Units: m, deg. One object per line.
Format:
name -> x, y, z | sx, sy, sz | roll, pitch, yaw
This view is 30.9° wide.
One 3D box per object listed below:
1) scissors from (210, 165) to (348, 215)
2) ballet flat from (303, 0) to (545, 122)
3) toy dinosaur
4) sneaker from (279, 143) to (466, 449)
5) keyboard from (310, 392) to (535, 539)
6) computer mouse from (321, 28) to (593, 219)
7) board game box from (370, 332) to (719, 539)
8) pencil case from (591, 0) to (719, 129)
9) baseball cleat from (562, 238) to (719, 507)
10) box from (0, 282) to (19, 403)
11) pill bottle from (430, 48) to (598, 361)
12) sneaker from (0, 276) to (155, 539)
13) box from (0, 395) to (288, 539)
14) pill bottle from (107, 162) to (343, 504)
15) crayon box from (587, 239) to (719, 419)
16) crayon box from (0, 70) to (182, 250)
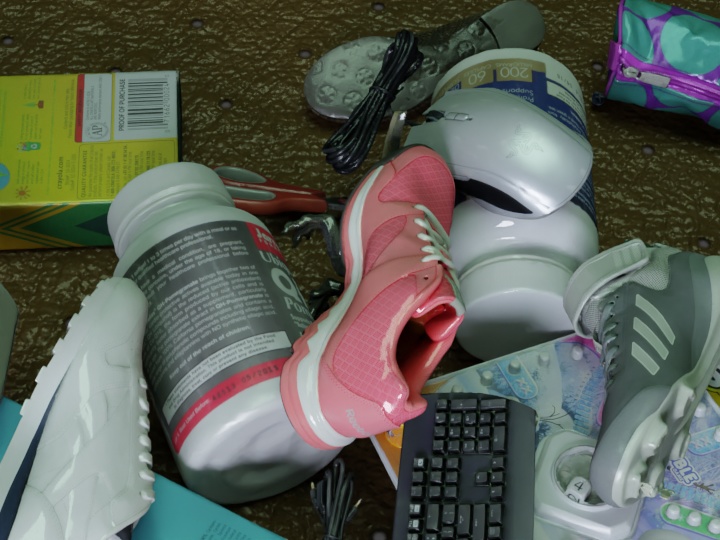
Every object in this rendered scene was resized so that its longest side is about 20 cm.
scissors -> -0.022, -0.044, 0.908 | 0.198, 0.014, 0.073 | 11, 20, 2
ballet flat -> 0.049, -0.159, 1.002 | 0.199, 0.046, 0.068 | -22, 88, -12
toy dinosaur -> 0.000, 0.000, 0.831 | 0.088, 0.202, 0.047 | 2, 11, 30
sneaker -> 0.030, 0.011, 0.727 | 0.086, 0.074, 0.201 | -10, 47, 40
keyboard -> 0.025, 0.154, 0.661 | 0.126, 0.021, 0.201 | -7, 55, 20
computer mouse -> 0.061, -0.091, 0.822 | 0.199, 0.044, 0.110 | 24, 72, 44
board game box -> 0.127, 0.114, 0.719 | 0.199, 0.026, 0.200 | -16, 49, -17
pencil case -> 0.279, -0.139, 0.971 | 0.199, 0.086, 0.093 | 19, 38, 11
baseball cleat -> 0.149, 0.052, 0.725 | 0.106, 0.070, 0.200 | 20, 39, 25
box -> -0.310, 0.043, 0.717 | 0.199, 0.128, 0.109 | -20, 36, 9
pill bottle -> 0.101, -0.042, 0.869 | 0.110, 0.111, 0.201 | 3, 52, -1
sneaker -> -0.141, 0.095, 0.680 | 0.080, 0.077, 0.201 | 18, 57, -4
box -> -0.138, 0.145, 0.730 | 0.199, 0.083, 0.049 | 24, 54, 14
pill bottle -> -0.088, 0.032, 0.800 | 0.110, 0.111, 0.201 | -18, 56, -17
crayon box -> 0.239, 0.086, 0.812 | 0.199, 0.058, 0.173 | 16, 53, 10
crayon box -> -0.225, -0.079, 0.914 | 0.198, 0.051, 0.128 | -2, 53, -6
